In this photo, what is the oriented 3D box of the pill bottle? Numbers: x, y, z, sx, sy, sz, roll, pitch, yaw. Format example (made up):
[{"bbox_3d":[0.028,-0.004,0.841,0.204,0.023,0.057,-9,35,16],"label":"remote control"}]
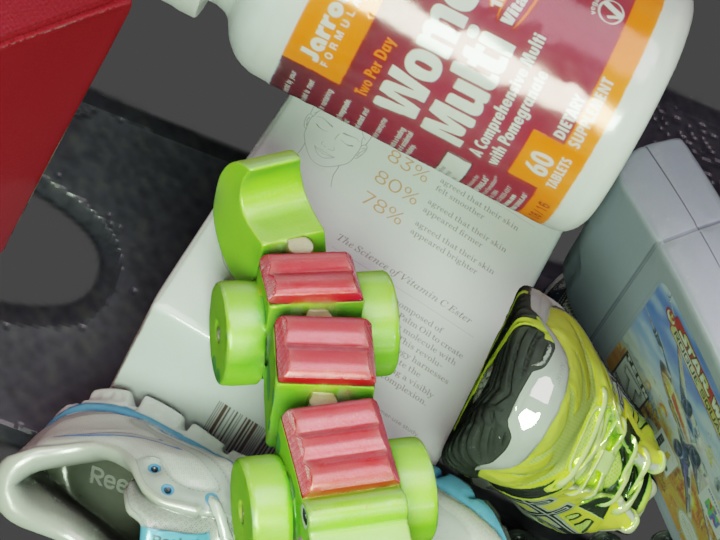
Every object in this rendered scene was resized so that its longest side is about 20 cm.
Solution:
[{"bbox_3d":[0.018,-0.105,0.977,0.199,0.110,0.110,27,53,-3],"label":"pill bottle"}]

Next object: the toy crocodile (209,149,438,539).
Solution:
[{"bbox_3d":[-0.014,0.044,0.887,0.067,0.062,0.201,-3,50,-11],"label":"toy crocodile"}]

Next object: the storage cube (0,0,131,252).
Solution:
[{"bbox_3d":[-0.220,-0.087,0.937,0.179,0.200,0.171,-25,71,-39],"label":"storage cube"}]

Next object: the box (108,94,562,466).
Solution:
[{"bbox_3d":[0.000,0.000,1.032,0.124,0.098,0.200,32,54,0],"label":"box"}]

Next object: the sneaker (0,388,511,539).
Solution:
[{"bbox_3d":[-0.043,0.099,0.918,0.199,0.075,0.087,11,9,19],"label":"sneaker"}]

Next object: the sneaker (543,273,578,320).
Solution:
[{"bbox_3d":[0.161,0.000,1.107,0.199,0.085,0.077,-18,68,-30],"label":"sneaker"}]

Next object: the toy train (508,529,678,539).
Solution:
[{"bbox_3d":[0.115,0.132,1.036,0.199,0.034,0.046,3,61,-21],"label":"toy train"}]

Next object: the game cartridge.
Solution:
[{"bbox_3d":[0.138,0.057,0.983,0.041,0.133,0.201,-20,74,-10],"label":"game cartridge"}]

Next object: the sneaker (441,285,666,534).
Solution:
[{"bbox_3d":[0.079,0.058,0.953,0.076,0.200,0.076,27,87,10],"label":"sneaker"}]
